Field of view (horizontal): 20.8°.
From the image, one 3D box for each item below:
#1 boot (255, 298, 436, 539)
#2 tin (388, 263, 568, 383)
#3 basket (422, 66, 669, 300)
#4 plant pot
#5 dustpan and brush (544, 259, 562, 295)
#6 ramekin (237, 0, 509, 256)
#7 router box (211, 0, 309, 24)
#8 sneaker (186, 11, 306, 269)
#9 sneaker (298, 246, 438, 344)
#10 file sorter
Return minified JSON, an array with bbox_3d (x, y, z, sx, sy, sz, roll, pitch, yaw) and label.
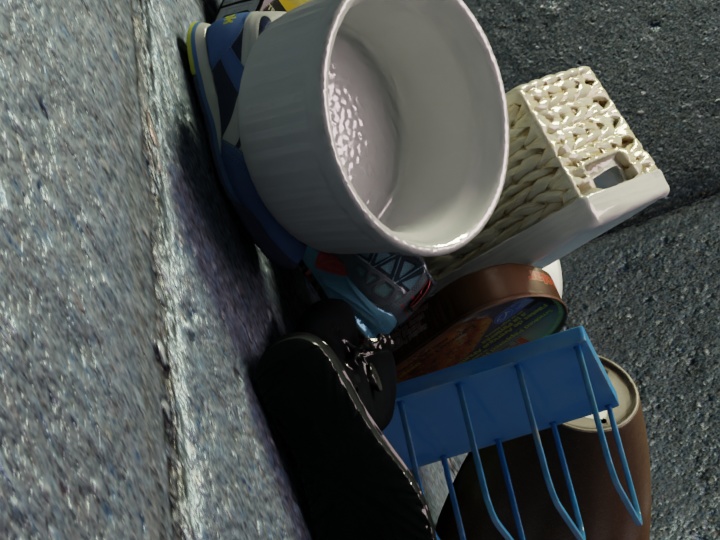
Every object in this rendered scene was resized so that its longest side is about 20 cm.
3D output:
[{"bbox_3d":[0.003,0.119,1.337,0.200,0.076,0.168,63,13,-1],"label":"boot"},{"bbox_3d":[0.067,0.060,1.490,0.112,0.200,0.042,21,41,-46],"label":"tin"},{"bbox_3d":[0.113,-0.057,1.526,0.135,0.200,0.124,-22,81,-53],"label":"basket"},{"bbox_3d":[0.167,0.170,1.645,0.187,0.187,0.200,-101,-166,-46],"label":"plant pot"},{"bbox_3d":[0.144,0.032,1.724,0.200,0.057,0.140,-137,-119,-66],"label":"dustpan and brush"},{"bbox_3d":[0.007,-0.104,1.371,0.200,0.098,0.201,10,76,-47],"label":"ramekin"},{"bbox_3d":[-0.029,-0.190,1.629,0.200,0.052,0.157,50,45,-37],"label":"router box"},{"bbox_3d":[-0.065,-0.100,1.410,0.074,0.082,0.200,44,30,-73],"label":"sneaker"},{"bbox_3d":[-0.006,-0.029,1.489,0.200,0.095,0.079,56,-1,36],"label":"sneaker"},{"bbox_3d":[0.100,0.149,1.474,0.139,0.200,0.123,54,20,-60],"label":"file sorter"}]
